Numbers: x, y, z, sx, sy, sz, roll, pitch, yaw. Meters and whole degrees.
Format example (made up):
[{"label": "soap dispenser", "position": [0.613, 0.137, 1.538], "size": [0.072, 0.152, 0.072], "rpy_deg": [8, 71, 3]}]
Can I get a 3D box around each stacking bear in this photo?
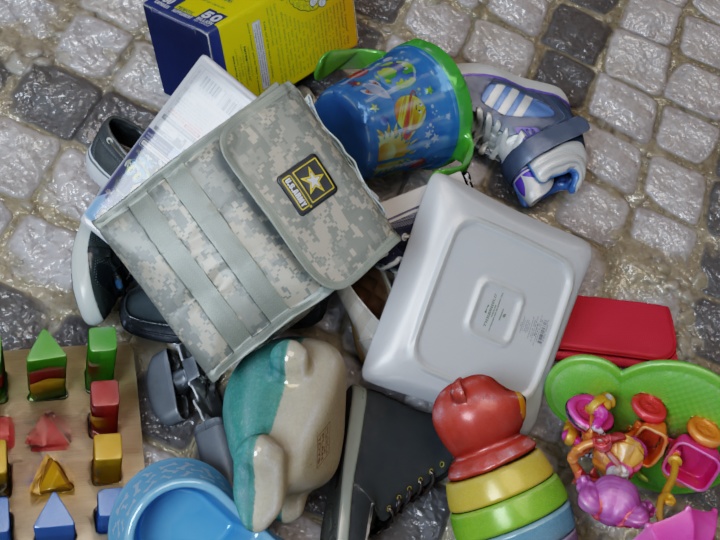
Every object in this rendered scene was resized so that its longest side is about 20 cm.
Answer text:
[{"label": "stacking bear", "position": [0.125, 0.187, 0.967], "size": [0.112, 0.121, 0.202], "rpy_deg": [-22, 84, 11]}]

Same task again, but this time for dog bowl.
[{"label": "dog bowl", "position": [-0.112, 0.239, 0.894], "size": [0.200, 0.050, 0.112], "rpy_deg": [44, 78, -9]}]

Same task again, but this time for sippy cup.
[{"label": "sippy cup", "position": [0.025, -0.155, 1.148], "size": [0.129, 0.142, 0.177], "rpy_deg": [-25, 25, -35]}]

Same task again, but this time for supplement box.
[{"label": "supplement box", "position": [-0.111, -0.260, 1.180], "size": [0.108, 0.111, 0.199], "rpy_deg": [29, 52, 34]}]

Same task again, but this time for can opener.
[{"label": "can opener", "position": [-0.138, 0.158, 0.990], "size": [0.066, 0.053, 0.202], "rpy_deg": [-25, 66, 12]}]

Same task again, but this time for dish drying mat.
[{"label": "dish drying mat", "position": [0.234, 0.060, 1.158], "size": [0.197, 0.018, 0.078], "rpy_deg": [6, 58, -11]}]

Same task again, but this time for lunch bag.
[{"label": "lunch bag", "position": [-0.085, -0.036, 0.913], "size": [0.199, 0.118, 0.165], "rpy_deg": [-36, 94, 2]}]

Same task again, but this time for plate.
[{"label": "plate", "position": [0.119, 0.037, 1.043], "size": [0.198, 0.032, 0.202], "rpy_deg": [22, 86, -25]}]

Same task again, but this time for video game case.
[{"label": "video game case", "position": [-0.114, -0.054, 0.982], "size": [0.199, 0.023, 0.183], "rpy_deg": [39, 94, -2]}]

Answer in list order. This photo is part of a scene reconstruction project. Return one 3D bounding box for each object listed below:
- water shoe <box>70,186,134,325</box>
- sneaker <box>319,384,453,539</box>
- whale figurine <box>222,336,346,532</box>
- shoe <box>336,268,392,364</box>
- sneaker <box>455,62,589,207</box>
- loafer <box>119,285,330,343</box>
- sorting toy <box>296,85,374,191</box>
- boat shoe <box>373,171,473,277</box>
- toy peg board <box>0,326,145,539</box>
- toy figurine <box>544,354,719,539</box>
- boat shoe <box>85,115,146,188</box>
[{"label": "water shoe", "position": [-0.211, -0.036, 1.039], "size": [0.078, 0.072, 0.202], "rpy_deg": [0, 48, 7]}, {"label": "sneaker", "position": [0.027, 0.201, 0.984], "size": [0.105, 0.075, 0.202], "rpy_deg": [14, 58, -9]}, {"label": "whale figurine", "position": [-0.075, 0.131, 0.915], "size": [0.102, 0.161, 0.200], "rpy_deg": [7, 20, 12]}, {"label": "shoe", "position": [0.000, 0.000, 1.091], "size": [0.069, 0.053, 0.202], "rpy_deg": [-16, 74, -30]}, {"label": "sneaker", "position": [0.155, -0.140, 1.216], "size": [0.197, 0.081, 0.148], "rpy_deg": [6, 54, -18]}, {"label": "loafer", "position": [-0.126, 0.024, 1.046], "size": [0.197, 0.071, 0.069], "rpy_deg": [-4, 60, -11]}, {"label": "sorting toy", "position": [-0.099, -0.099, 1.150], "size": [0.198, 0.037, 0.186], "rpy_deg": [-22, 68, -25]}, {"label": "boat shoe", "position": [0.032, -0.018, 1.045], "size": [0.198, 0.075, 0.094], "rpy_deg": [-23, 93, -17]}, {"label": "toy peg board", "position": [-0.277, 0.142, 0.923], "size": [0.197, 0.098, 0.202], "rpy_deg": [-3, 61, -16]}, {"label": "toy figurine", "position": [0.243, 0.180, 0.977], "size": [0.198, 0.151, 0.185], "rpy_deg": [24, 34, 4]}, {"label": "boat shoe", "position": [-0.159, -0.070, 1.021], "size": [0.198, 0.057, 0.069], "rpy_deg": [30, 42, -3]}]
